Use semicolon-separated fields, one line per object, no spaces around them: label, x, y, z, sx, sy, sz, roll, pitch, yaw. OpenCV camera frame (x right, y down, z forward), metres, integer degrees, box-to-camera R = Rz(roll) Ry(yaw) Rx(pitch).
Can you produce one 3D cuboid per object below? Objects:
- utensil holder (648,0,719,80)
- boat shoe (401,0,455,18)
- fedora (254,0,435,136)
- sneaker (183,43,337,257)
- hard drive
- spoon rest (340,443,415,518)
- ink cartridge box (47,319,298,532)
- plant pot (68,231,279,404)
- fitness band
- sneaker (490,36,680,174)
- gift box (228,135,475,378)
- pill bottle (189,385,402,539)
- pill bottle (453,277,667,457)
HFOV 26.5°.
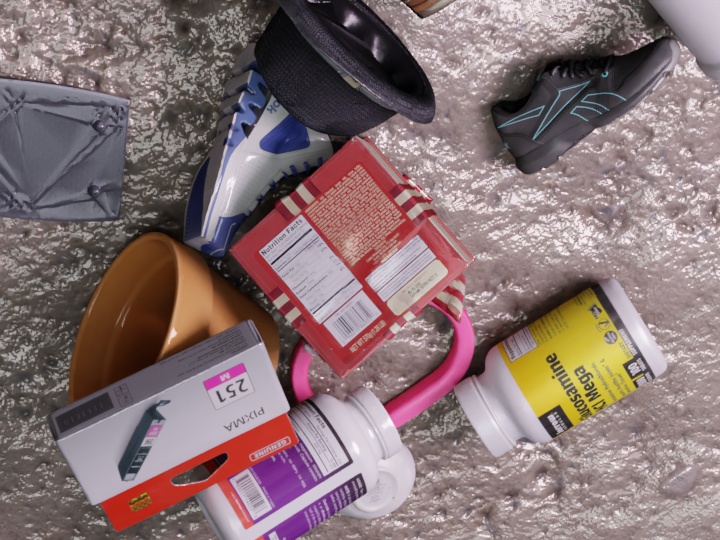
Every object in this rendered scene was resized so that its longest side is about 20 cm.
utensil holder;0.320;-0.300;1.385;0.170;0.170;0.200;-43;108;10
boat shoe;0.107;-0.321;1.407;0.074;0.076;0.200;44;93;-14
fedora;-0.027;-0.184;1.388;0.200;0.201;0.092;40;113;-19
sneaker;-0.085;-0.102;1.441;0.115;0.080;0.200;21;82;-21
hard drive;-0.322;-0.118;1.448;0.199;0.042;0.136;5;111;-8
spoon rest;-0.037;0.227;1.617;0.199;0.061;0.100;-9;114;-17
ink cartridge box;-0.159;0.155;1.382;0.199;0.044;0.174;-25;131;-7
plant pot;-0.173;0.080;1.475;0.140;0.200;0.201;24;108;-32
fitness band;0.023;0.091;1.573;0.200;0.037;0.144;-35;111;9
sneaker;0.211;-0.169;1.455;0.200;0.075;0.079;-34;97;28
gift box;0.000;0.000;1.443;0.184;0.187;0.200;-37;90;6
pill bottle;-0.062;0.198;1.517;0.199;0.112;0.113;-31;113;-14
pill bottle;0.201;0.104;1.557;0.199;0.113;0.113;-32;111;7
